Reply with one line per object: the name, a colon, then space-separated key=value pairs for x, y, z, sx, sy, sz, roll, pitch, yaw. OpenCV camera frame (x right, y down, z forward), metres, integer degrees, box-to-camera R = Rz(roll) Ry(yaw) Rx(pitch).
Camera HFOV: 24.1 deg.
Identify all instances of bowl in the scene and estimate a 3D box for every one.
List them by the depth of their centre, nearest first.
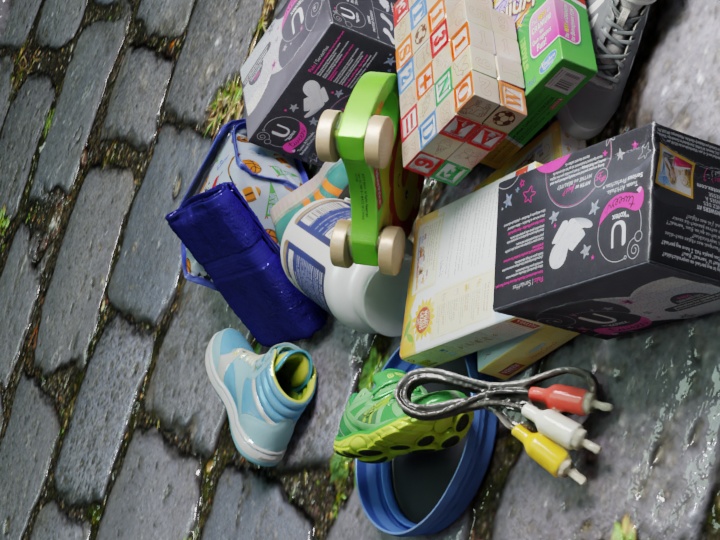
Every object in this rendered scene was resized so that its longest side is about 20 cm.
bowl: x=0.064 y=0.159 z=1.626 sx=0.200 sy=0.039 sz=0.203 roll=-38 pitch=43 yaw=47

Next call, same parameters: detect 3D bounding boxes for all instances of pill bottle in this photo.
pill bottle: x=0.000 y=0.000 z=1.756 sx=0.200 sy=0.110 sz=0.112 roll=34 pitch=104 yaw=61

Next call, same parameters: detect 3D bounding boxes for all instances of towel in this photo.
towel: x=-0.127 y=-0.007 z=1.928 sx=0.050 sy=0.201 sz=0.147 roll=-42 pitch=14 yaw=-28

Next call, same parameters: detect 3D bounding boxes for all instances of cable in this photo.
cable: x=0.124 y=0.109 z=1.450 sx=0.198 sy=0.050 sz=0.098 roll=19 pitch=80 yaw=22

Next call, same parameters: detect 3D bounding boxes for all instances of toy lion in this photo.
toy lion: x=0.024 y=-0.106 z=1.621 sx=0.193 sy=0.068 sz=0.202 roll=-65 pitch=-24 yaw=-46

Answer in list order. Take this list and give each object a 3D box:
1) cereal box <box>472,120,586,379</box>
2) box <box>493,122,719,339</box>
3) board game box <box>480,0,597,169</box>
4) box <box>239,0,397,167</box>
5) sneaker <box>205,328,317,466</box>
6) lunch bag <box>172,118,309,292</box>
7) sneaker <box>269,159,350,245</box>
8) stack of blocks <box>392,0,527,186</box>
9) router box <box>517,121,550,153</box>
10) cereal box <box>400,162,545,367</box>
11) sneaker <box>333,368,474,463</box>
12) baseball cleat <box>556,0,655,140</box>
cereal box: x=0.159 y=-0.017 z=1.557 sx=0.144 sy=0.039 sz=0.202 roll=-38 pitch=44 yaw=48
box: x=0.215 y=-0.023 z=1.347 sx=0.199 sy=0.131 sz=0.116 roll=-19 pitch=61 yaw=56
board game box: x=0.146 y=-0.219 z=1.557 sx=0.153 sy=0.040 sz=0.202 roll=-46 pitch=37 yaw=43
box: x=-0.047 y=-0.245 z=1.978 sx=0.200 sy=0.114 sz=0.133 roll=-49 pitch=36 yaw=36
sneaker: x=-0.107 y=0.110 z=1.923 sx=0.131 sy=0.079 sz=0.201 roll=-57 pitch=41 yaw=29
lunch bag: x=-0.150 y=-0.083 z=2.070 sx=0.171 sy=0.123 sz=0.200 roll=-61 pitch=18 yaw=19
sneaker: x=-0.023 y=-0.073 z=1.897 sx=0.200 sy=0.071 sz=0.081 roll=-37 pitch=61 yaw=40
stack of blocks: x=0.088 y=-0.195 z=1.545 sx=0.115 sy=0.058 sz=0.202 roll=-45 pitch=38 yaw=43
router box: x=0.127 y=-0.197 z=1.693 sx=0.199 sy=0.062 sz=0.151 roll=13 pitch=84 yaw=62
cereal box: x=0.109 y=-0.001 z=1.536 sx=0.199 sy=0.039 sz=0.146 roll=-23 pitch=53 yaw=57
sneaker: x=0.033 y=0.130 z=1.578 sx=0.199 sy=0.073 sz=0.085 roll=-20 pitch=61 yaw=56
baseball cleat: x=0.224 y=-0.219 z=1.507 sx=0.106 sy=0.069 sz=0.202 roll=156 pitch=129 yaw=-80
